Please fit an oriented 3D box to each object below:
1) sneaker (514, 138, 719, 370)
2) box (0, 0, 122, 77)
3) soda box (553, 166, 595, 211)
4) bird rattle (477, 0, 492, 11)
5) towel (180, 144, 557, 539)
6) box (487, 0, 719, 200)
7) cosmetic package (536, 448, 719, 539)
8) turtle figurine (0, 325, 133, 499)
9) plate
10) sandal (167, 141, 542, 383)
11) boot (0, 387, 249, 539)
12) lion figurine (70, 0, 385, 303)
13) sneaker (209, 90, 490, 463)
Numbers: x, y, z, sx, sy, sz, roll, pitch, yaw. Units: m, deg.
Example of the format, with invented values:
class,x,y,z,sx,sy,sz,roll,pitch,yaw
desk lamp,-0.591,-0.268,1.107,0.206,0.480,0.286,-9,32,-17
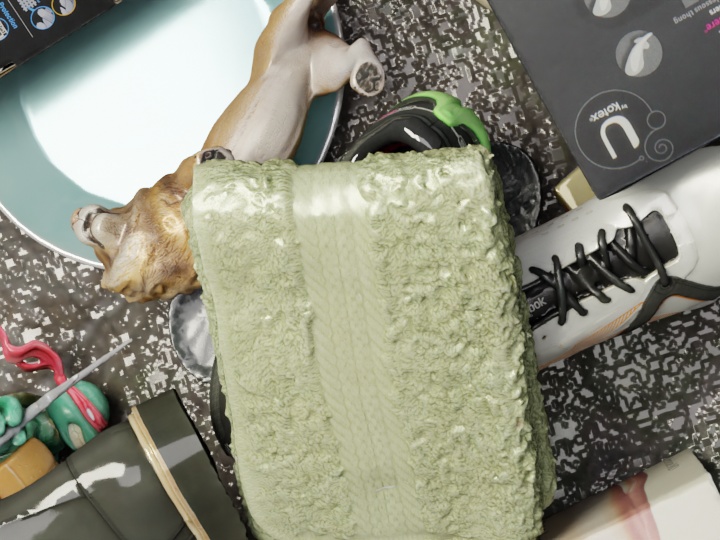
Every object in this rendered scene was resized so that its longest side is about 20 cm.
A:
class,x,y,z,sx,sy,sz,roll,pitch,yaw
sneaker,0.105,0.004,0.903,0.199,0.080,0.074,-31,89,25
box,-0.187,-0.191,0.927,0.198,0.050,0.201,-34,120,-2
soda box,0.188,-0.075,0.964,0.200,0.064,0.068,-40,86,4
bird rattle,0.079,-0.188,0.953,0.200,0.113,0.163,-38,103,1
towel,0.006,0.040,0.880,0.147,0.037,0.201,-3,118,11
box,0.096,-0.151,0.859,0.106,0.122,0.201,-28,104,12
cosmetic package,0.088,0.169,0.951,0.199,0.103,0.088,-26,89,3
turtle figurine,-0.175,0.114,0.980,0.200,0.101,0.150,-40,128,-8
plate,-0.105,-0.099,1.009,0.198,0.026,0.202,0,90,4
sandal,0.000,0.001,0.987,0.199,0.048,0.076,-27,87,4
boot,-0.108,0.165,0.949,0.138,0.077,0.201,-26,113,-6
lion figurine,-0.049,-0.067,0.953,0.072,0.122,0.200,42,76,-11
sneaker,-0.016,0.004,0.929,0.076,0.084,0.201,32,103,12
